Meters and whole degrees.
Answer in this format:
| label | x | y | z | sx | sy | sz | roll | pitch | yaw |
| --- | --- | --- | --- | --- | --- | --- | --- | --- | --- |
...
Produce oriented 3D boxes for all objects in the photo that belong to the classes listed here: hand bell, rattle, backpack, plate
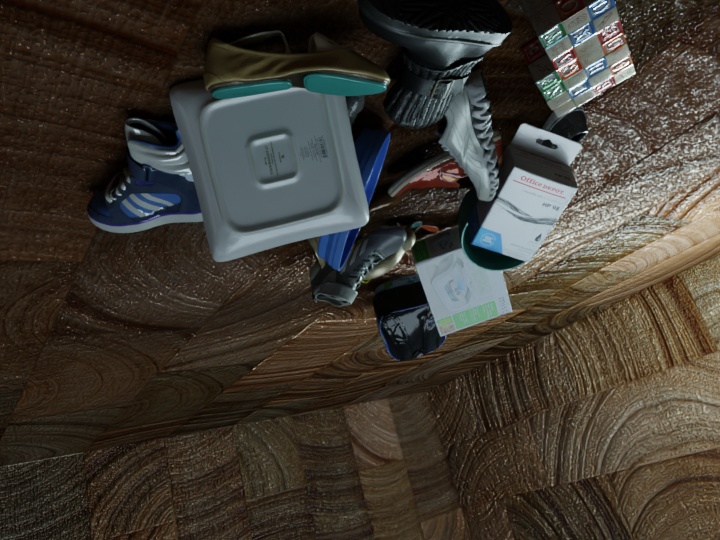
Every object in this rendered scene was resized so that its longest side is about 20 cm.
| label | x | y | z | sx | sy | sz | roll | pitch | yaw |
| --- | --- | --- | --- | --- | --- | --- | --- | --- | --- |
| hand bell | -0.003 | -0.096 | 0.989 | 0.197 | 0.106 | 0.104 | -27 | 161 | -5 |
| rattle | 0.039 | -0.082 | 1.109 | 0.197 | 0.145 | 0.130 | -32 | -168 | -1 |
| backpack | 0.129 | 0.117 | 1.467 | 0.178 | 0.149 | 0.203 | -16 | 133 | 1 |
| plate | -0.098 | -0.127 | 0.659 | 0.195 | 0.205 | 0.032 | -14 | -169 | -7 |

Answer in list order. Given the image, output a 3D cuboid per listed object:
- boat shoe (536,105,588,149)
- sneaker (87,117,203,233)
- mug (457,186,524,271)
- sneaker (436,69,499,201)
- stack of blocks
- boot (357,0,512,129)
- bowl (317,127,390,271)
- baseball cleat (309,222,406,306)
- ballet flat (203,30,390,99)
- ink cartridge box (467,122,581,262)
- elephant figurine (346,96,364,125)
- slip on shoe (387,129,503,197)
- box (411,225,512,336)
| label | x | y | z | sx | sy | sz | roll | pitch | yaw |
| --- | --- | --- | --- | --- | --- | --- | --- | --- | --- |
| boat shoe | 0.333 | -0.200 | 0.983 | 0.068 | 0.068 | 0.201 | -12 | 159 | -12 |
| sneaker | -0.272 | -0.127 | 0.711 | 0.194 | 0.082 | 0.148 | -3 | 140 | 10 |
| mug | 0.267 | -0.104 | 1.074 | 0.151 | 0.116 | 0.184 | 38 | 121 | -23 |
| sneaker | 0.153 | -0.183 | 0.826 | 0.079 | 0.076 | 0.202 | -11 | 132 | 13 |
| stack of blocks | 0.267 | -0.283 | 0.729 | 0.114 | 0.060 | 0.199 | -27 | 158 | 26 |
| boot | 0.057 | -0.237 | 0.651 | 0.207 | 0.081 | 0.158 | -3 | 155 | -35 |
| bowl | -0.011 | -0.102 | 0.813 | 0.039 | 0.204 | 0.201 | 21 | 157 | 2 |
| baseball cleat | 0.000 | 0.000 | 1.006 | 0.197 | 0.109 | 0.069 | -27 | 143 | 23 |
| ballet flat | -0.065 | -0.217 | 0.600 | 0.194 | 0.065 | 0.069 | -4 | -178 | -8 |
| ink cartridge box | 0.267 | -0.121 | 0.939 | 0.113 | 0.068 | 0.202 | 16 | 130 | -8 |
| elephant figurine | -0.088 | -0.136 | 0.743 | 0.138 | 0.158 | 0.201 | 14 | 147 | -13 |
| slip on shoe | 0.136 | -0.157 | 0.920 | 0.196 | 0.062 | 0.074 | -22 | -170 | 10 |
| box | 0.220 | 0.015 | 1.265 | 0.172 | 0.097 | 0.203 | -18 | 120 | 7 |
